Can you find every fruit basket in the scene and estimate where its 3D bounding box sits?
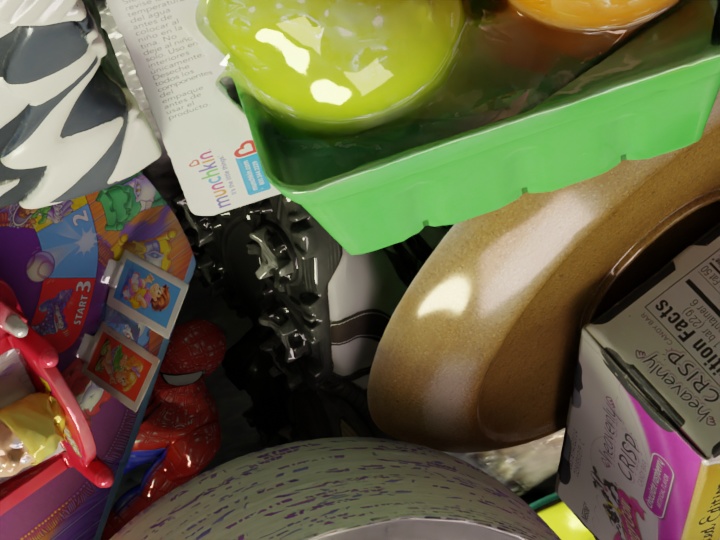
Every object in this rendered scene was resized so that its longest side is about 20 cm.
[{"bbox_3d":[0.021,-0.098,0.725,0.184,0.094,0.200,-19,141,1],"label":"fruit basket"}]

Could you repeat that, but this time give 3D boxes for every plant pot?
[{"bbox_3d":[0.088,-0.009,0.895,0.200,0.027,0.200,-36,158,-17],"label":"plant pot"}]

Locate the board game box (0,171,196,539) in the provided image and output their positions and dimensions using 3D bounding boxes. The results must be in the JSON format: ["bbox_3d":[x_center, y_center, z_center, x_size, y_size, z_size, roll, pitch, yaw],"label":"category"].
[{"bbox_3d":[-0.120,0.052,0.822,0.158,0.039,0.201,12,102,-40],"label":"board game box"}]

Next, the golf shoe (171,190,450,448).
[{"bbox_3d":[0.000,0.000,0.907,0.094,0.078,0.200,-33,156,-11],"label":"golf shoe"}]

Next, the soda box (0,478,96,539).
[{"bbox_3d":[-0.179,0.052,0.864,0.199,0.064,0.070,7,172,-39],"label":"soda box"}]

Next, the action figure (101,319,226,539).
[{"bbox_3d":[-0.102,0.071,0.967,0.052,0.066,0.200,-14,159,-46],"label":"action figure"}]

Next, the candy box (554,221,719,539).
[{"bbox_3d":[0.159,0.010,0.932,0.200,0.061,0.137,-36,159,-15],"label":"candy box"}]

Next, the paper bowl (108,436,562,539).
[{"bbox_3d":[-0.002,0.161,0.870,0.200,0.104,0.202,-9,115,-20],"label":"paper bowl"}]

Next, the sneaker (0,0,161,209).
[{"bbox_3d":[-0.132,-0.055,0.695,0.129,0.080,0.199,-27,163,-2],"label":"sneaker"}]

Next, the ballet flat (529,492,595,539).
[{"bbox_3d":[0.123,0.103,1.159,0.200,0.067,0.067,-36,150,32],"label":"ballet flat"}]
